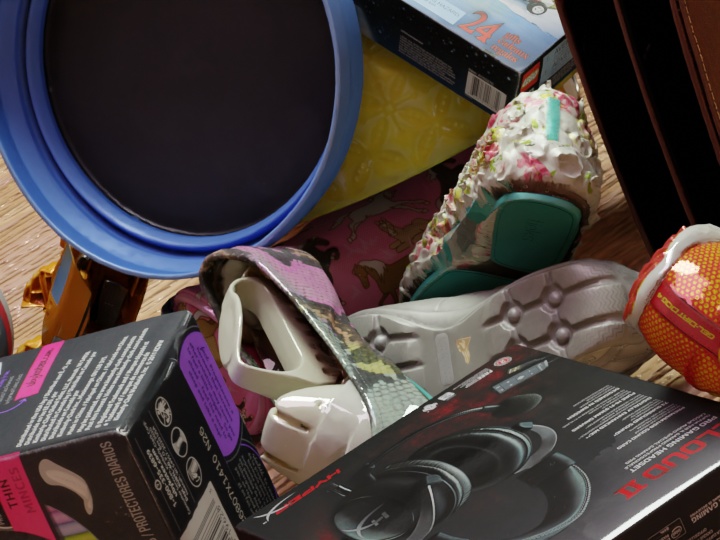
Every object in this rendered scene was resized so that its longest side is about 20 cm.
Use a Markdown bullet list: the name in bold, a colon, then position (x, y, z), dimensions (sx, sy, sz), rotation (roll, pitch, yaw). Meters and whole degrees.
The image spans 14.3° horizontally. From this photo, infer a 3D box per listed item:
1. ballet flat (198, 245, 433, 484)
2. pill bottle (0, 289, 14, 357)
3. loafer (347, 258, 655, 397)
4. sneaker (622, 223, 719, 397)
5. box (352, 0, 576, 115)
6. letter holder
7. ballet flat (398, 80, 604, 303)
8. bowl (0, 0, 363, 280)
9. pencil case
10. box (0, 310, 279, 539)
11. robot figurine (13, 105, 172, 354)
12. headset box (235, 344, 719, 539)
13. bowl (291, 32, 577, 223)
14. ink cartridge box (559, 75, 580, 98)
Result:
- **ballet flat**: position (-0.020, 0.054, 1.242), dimensions (0.071, 0.069, 0.200), rotation (6, 30, -33)
- **pill bottle**: position (-0.249, 0.070, 1.439), dimensions (0.120, 0.120, 0.200), rotation (-18, 21, 13)
- **loafer**: position (0.052, 0.043, 1.285), dimensions (0.200, 0.070, 0.070), rotation (-15, -18, 38)
- **sneaker**: position (0.177, 0.031, 1.109), dimensions (0.200, 0.073, 0.077), rotation (0, 38, -50)
- **box**: position (0.035, -0.165, 1.361), dimensions (0.200, 0.038, 0.137), rotation (34, 55, 20)
- **letter holder**: position (0.152, -0.062, 1.226), dimensions (0.101, 0.200, 0.142), rotation (-6, 27, 38)
- **ballet flat**: position (0.067, -0.024, 1.298), dimensions (0.076, 0.064, 0.200), rotation (12, -24, -12)
- **bowl**: position (-0.087, -0.097, 1.342), dimensions (0.200, 0.201, 0.039), rotation (-11, 4, 30)
- **pencil case**: position (0.000, 0.000, 1.406), dimensions (0.200, 0.083, 0.087), rotation (-33, 51, -25)
- **box**: position (-0.150, 0.112, 1.228), dimensions (0.200, 0.122, 0.106), rotation (-15, 23, 22)
- **robot figurine**: position (-0.126, -0.032, 1.467), dimensions (0.058, 0.200, 0.145), rotation (16, 31, -10)
- **headset box**: position (0.069, 0.108, 1.075), dimensions (0.149, 0.077, 0.200), rotation (-32, 21, -22)
- **bowl**: position (0.001, -0.111, 1.422), dimensions (0.200, 0.108, 0.200), rotation (-26, 12, 6)
- **ink cartridge box**: position (0.002, -0.123, 1.562), dimensions (0.198, 0.200, 0.043), rotation (-20, 58, 8)
